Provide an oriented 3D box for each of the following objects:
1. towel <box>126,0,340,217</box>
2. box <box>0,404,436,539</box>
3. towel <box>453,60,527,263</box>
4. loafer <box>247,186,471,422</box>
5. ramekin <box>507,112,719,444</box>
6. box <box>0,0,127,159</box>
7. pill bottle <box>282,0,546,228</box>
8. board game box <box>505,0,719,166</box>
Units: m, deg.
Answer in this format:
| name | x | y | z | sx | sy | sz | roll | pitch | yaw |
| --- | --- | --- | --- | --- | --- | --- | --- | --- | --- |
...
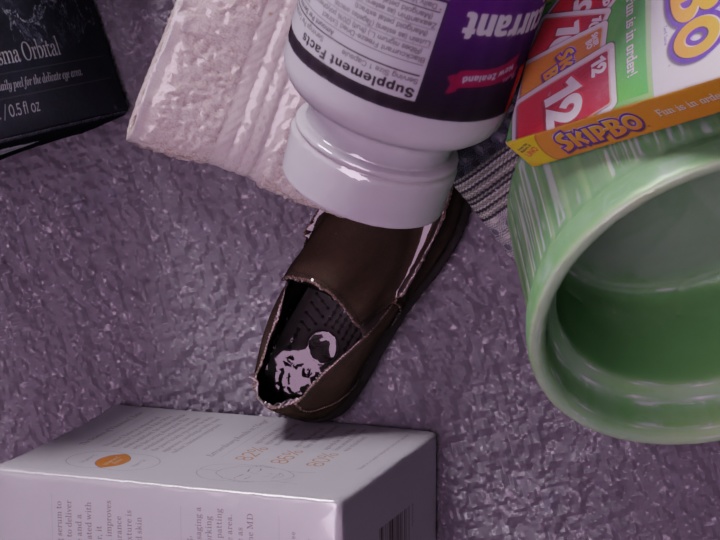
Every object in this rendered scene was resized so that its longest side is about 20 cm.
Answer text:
| name | x | y | z | sx | sy | sz | roll | pitch | yaw |
| --- | --- | --- | --- | --- | --- | --- | --- | --- | --- |
| towel | -0.024 | -0.135 | 1.302 | 0.132 | 0.034 | 0.201 | 20 | 101 | -11 |
| box | -0.075 | 0.146 | 1.384 | 0.199 | 0.152 | 0.107 | 3 | 102 | 21 |
| towel | 0.101 | -0.126 | 1.267 | 0.200 | 0.035 | 0.193 | -33 | 105 | 22 |
| loafer | 0.000 | 0.000 | 1.372 | 0.073 | 0.071 | 0.200 | 27 | 108 | 14 |
| ramekin | 0.166 | -0.017 | 1.242 | 0.200 | 0.200 | 0.098 | -38 | 43 | 22 |
| box | -0.240 | -0.151 | 1.368 | 0.117 | 0.197 | 0.201 | -17 | 93 | 22 |
| pill bottle | 0.028 | -0.125 | 1.199 | 0.111 | 0.111 | 0.200 | 26 | 117 | 15 |
| board game box | 0.153 | -0.112 | 1.150 | 0.200 | 0.030 | 0.096 | -13 | 51 | 42 |
